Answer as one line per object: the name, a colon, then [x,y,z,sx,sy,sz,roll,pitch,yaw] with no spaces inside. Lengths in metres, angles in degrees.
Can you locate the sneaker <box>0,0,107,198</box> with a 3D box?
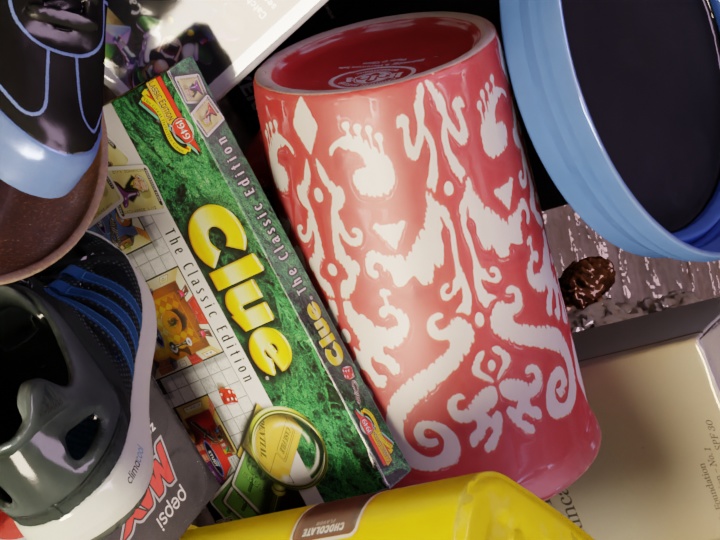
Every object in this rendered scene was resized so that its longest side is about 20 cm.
sneaker: [-0.128,-0.127,0.877,0.070,0.078,0.200,10,53,-42]

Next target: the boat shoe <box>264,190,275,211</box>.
boat shoe: [-0.015,-0.002,1.109,0.200,0.064,0.071,30,55,-43]

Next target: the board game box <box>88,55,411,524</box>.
board game box: [-0.065,0.017,0.988,0.023,0.105,0.200,-34,98,-52]

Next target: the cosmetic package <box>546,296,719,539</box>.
cosmetic package: [0.113,0.086,1.131,0.073,0.200,0.104,-33,103,-53]

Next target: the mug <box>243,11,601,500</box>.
mug: [0.006,0.003,1.004,0.177,0.133,0.200,-16,112,-12]

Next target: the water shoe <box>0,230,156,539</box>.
water shoe: [-0.123,0.023,0.890,0.079,0.071,0.200,56,6,-33]

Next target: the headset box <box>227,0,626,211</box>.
headset box: [0.042,-0.113,1.112,0.174,0.200,0.093,58,39,-22]

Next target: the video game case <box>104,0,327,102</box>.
video game case: [-0.086,-0.183,0.963,0.200,0.182,0.023,46,15,-12]

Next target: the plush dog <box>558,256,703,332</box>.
plush dog: [0.166,0.081,1.268,0.172,0.160,0.200,12,67,-25]

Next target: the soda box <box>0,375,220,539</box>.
soda box: [-0.139,0.123,0.905,0.071,0.063,0.200,60,38,-18]

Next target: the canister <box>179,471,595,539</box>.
canister: [0.003,0.154,0.962,0.149,0.200,0.087,39,50,-38]

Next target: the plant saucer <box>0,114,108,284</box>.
plant saucer: [-0.188,-0.072,0.863,0.200,0.037,0.200,29,41,-29]

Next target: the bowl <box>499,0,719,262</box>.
bowl: [0.132,-0.101,1.026,0.201,0.039,0.201,16,69,-47]
